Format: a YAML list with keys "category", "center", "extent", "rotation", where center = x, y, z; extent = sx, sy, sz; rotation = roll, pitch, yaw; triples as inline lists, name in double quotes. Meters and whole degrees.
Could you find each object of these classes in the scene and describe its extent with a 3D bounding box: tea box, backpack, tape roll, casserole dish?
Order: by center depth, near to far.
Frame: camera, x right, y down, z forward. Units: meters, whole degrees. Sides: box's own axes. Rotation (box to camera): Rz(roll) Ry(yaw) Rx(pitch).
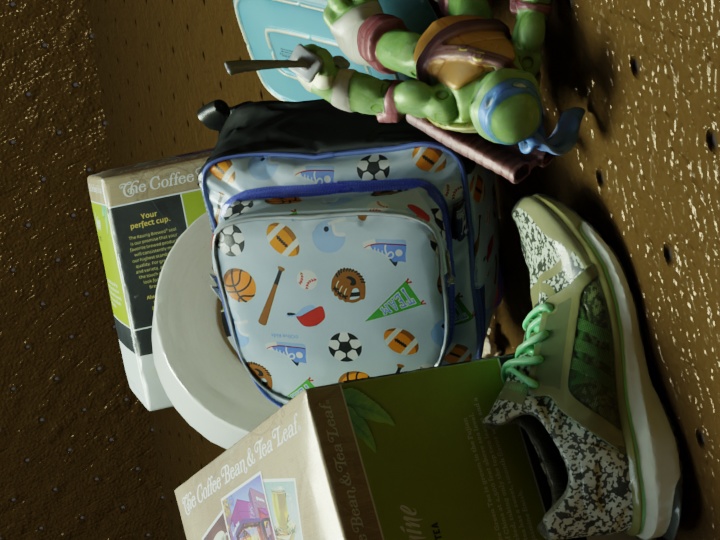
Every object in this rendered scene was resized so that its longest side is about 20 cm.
- category: "tea box"
  center: [0.026, 0.144, 1.062]
  extent: [0.200, 0.195, 0.135]
  rotation: [-40, 61, 56]
- category: "backpack"
  center: [0.000, 0.000, 1.120]
  extent: [0.155, 0.198, 0.192]
  rotation: [-68, -28, -49]
- category: "casserole dish"
  center: [-0.016, -0.147, 1.229]
  extent: [0.199, 0.039, 0.122]
  rotation: [21, 141, 43]
- category: "tape roll"
  center: [-0.062, 0.043, 1.449]
  extent: [0.071, 0.200, 0.204]
  rotation: [114, 141, -68]
- category: "tea box"
  center: [-0.112, -0.004, 1.585]
  extent: [0.134, 0.198, 0.199]
  rotation: [-163, 62, -76]

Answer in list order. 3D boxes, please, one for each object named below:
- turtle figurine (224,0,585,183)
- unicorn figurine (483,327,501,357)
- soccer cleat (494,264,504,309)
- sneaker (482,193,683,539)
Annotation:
- category: "turtle figurine"
  center: [0.030, -0.150, 1.006]
  extent: [0.145, 0.198, 0.194]
  rotation: [-63, 20, 13]
- category: "unicorn figurine"
  center: [0.031, 0.041, 1.311]
  extent: [0.200, 0.073, 0.138]
  rotation: [55, 166, 46]
- category: "soccer cleat"
  center: [0.033, -0.041, 1.243]
  extent: [0.200, 0.076, 0.067]
  rotation: [38, 123, 31]
- category: "sneaker"
  center: [0.104, 0.053, 0.986]
  extent: [0.077, 0.088, 0.202]
  rotation: [107, 149, -65]
